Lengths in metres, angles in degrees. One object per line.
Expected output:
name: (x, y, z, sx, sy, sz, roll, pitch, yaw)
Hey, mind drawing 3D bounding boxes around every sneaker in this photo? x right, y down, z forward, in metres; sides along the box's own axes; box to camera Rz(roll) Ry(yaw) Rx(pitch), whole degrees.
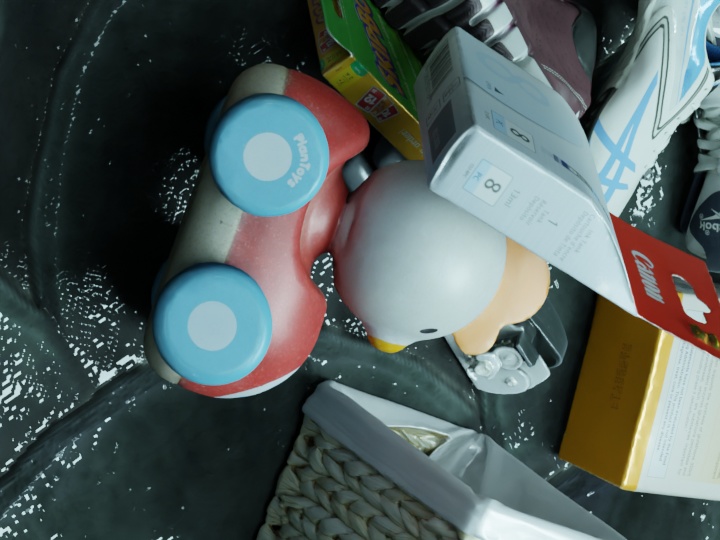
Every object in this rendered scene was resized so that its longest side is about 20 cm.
sneaker: (0.173, -0.102, 1.713, 0.072, 0.072, 0.200, 21, 123, 1)
sneaker: (0.070, -0.161, 1.683, 0.115, 0.076, 0.200, -38, 102, -54)
sneaker: (0.226, -0.069, 1.784, 0.199, 0.079, 0.130, 39, 72, -43)

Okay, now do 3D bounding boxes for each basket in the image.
basket: (0.044, 0.163, 1.669, 0.135, 0.200, 0.124, 21, 97, -33)

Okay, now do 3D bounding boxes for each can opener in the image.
can opener: (0.052, -0.006, 1.721, 0.200, 0.053, 0.067, 55, 39, -31)

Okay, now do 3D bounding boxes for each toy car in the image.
toy car: (0.000, 0.000, 1.560, 0.200, 0.184, 0.177, 19, 93, -5)

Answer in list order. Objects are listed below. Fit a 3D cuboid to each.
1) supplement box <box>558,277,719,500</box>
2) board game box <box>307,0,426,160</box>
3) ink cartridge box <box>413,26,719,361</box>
supplement box: (0.232, 0.075, 1.830, 0.200, 0.073, 0.126, 9, 98, -33)
board game box: (0.033, -0.091, 1.653, 0.030, 0.096, 0.200, -33, 124, 16)
ink cartridge box: (0.123, -0.038, 1.561, 0.200, 0.160, 0.047, 30, 108, -13)
